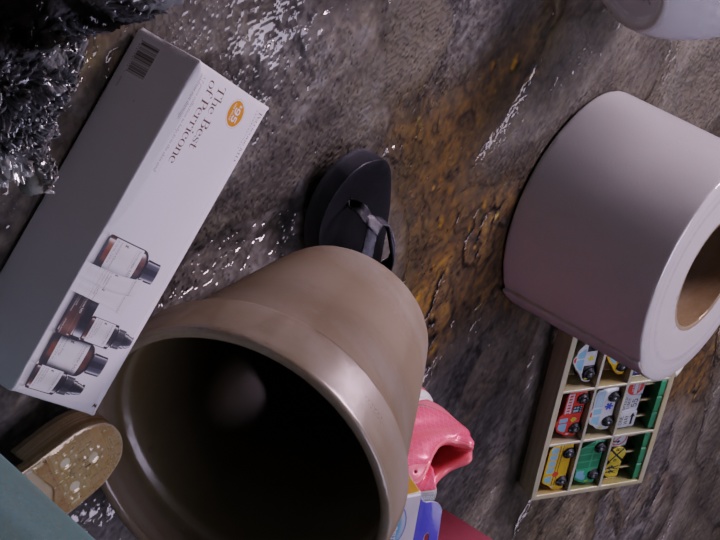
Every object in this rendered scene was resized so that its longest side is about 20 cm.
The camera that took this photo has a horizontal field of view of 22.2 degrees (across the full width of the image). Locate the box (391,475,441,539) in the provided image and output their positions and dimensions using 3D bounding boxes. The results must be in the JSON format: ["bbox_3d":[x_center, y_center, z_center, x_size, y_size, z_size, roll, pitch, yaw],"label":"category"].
[{"bbox_3d":[-0.038,0.206,1.306,0.199,0.042,0.120,-11,130,-26],"label":"box"}]

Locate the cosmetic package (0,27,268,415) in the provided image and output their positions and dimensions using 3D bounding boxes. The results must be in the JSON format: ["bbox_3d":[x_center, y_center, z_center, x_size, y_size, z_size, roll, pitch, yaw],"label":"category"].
[{"bbox_3d":[-0.132,-0.023,1.000,0.201,0.051,0.082,-61,153,1],"label":"cosmetic package"}]

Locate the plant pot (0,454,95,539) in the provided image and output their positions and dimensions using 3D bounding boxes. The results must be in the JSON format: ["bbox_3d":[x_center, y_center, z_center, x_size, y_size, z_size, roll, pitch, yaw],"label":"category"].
[{"bbox_3d":[-0.220,0.152,0.865,0.200,0.196,0.201,-39,145,-35],"label":"plant pot"}]

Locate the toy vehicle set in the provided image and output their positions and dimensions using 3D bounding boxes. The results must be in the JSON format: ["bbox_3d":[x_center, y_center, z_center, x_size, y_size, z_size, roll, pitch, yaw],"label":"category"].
[{"bbox_3d":[0.225,0.123,1.698,0.124,0.027,0.201,-7,128,-22],"label":"toy vehicle set"}]

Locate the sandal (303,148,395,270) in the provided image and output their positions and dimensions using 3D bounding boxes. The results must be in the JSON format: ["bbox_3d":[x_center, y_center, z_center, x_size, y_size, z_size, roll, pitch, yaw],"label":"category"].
[{"bbox_3d":[0.000,0.000,1.251,0.076,0.043,0.201,-38,146,-35],"label":"sandal"}]

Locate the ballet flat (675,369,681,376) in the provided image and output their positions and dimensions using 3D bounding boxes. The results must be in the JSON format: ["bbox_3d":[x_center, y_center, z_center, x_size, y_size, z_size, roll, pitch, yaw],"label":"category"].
[{"bbox_3d":[0.278,0.071,1.756,0.072,0.072,0.201,-50,151,-18],"label":"ballet flat"}]

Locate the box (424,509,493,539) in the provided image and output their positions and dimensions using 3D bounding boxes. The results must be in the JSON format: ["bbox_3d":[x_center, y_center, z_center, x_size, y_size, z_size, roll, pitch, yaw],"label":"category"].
[{"bbox_3d":[0.038,0.299,1.528,0.200,0.109,0.128,-14,128,-55],"label":"box"}]

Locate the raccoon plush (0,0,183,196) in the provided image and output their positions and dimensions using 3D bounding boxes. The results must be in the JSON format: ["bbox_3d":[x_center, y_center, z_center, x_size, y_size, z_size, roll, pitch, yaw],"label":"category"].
[{"bbox_3d":[-0.133,-0.083,0.818,0.134,0.199,0.097,23,69,-61],"label":"raccoon plush"}]

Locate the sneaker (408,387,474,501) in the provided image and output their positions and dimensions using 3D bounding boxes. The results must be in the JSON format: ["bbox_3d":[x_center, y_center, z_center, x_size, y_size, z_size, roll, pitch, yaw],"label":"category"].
[{"bbox_3d":[0.011,0.151,1.366,0.200,0.087,0.074,-32,142,-41],"label":"sneaker"}]

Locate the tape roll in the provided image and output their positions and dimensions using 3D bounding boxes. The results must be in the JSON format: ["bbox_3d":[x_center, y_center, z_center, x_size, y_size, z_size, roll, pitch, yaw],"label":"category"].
[{"bbox_3d":[0.230,-0.029,1.505,0.203,0.139,0.203,-40,146,-34],"label":"tape roll"}]

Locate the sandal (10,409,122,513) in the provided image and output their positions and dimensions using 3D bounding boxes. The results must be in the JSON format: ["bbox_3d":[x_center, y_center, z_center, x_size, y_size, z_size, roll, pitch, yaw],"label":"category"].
[{"bbox_3d":[-0.203,0.166,1.019,0.212,0.070,0.078,-43,140,-20],"label":"sandal"}]

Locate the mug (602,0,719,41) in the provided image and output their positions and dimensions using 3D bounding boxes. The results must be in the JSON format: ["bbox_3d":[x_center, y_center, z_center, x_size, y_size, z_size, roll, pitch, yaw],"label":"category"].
[{"bbox_3d":[0.254,-0.268,1.331,0.175,0.147,0.201,-24,108,-23],"label":"mug"}]

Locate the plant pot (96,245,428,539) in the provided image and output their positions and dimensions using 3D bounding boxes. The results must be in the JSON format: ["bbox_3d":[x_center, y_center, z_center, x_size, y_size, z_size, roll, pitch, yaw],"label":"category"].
[{"bbox_3d":[-0.042,0.075,1.126,0.174,0.199,0.201,-52,156,-50],"label":"plant pot"}]
